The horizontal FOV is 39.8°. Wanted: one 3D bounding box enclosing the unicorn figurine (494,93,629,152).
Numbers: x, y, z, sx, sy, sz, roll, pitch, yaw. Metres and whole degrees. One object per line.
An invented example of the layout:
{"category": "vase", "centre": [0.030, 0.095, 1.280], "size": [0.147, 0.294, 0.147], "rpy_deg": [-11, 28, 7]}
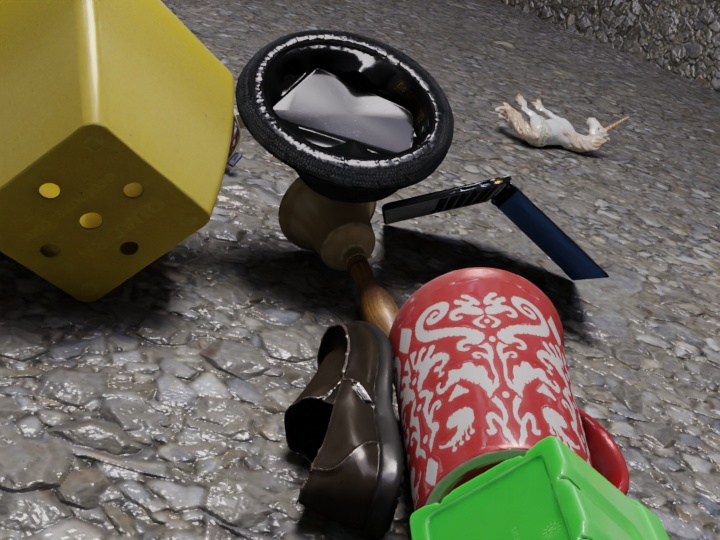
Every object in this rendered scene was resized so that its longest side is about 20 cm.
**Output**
{"category": "unicorn figurine", "centre": [0.320, -0.238, 1.647], "size": [0.198, 0.075, 0.137], "rpy_deg": [-19, 48, -30]}

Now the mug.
{"category": "mug", "centre": [0.106, 0.103, 0.651], "size": [0.174, 0.136, 0.201], "rpy_deg": [5, 25, -2]}

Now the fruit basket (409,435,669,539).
{"category": "fruit basket", "centre": [0.125, 0.208, 0.478], "size": [0.217, 0.154, 0.216], "rpy_deg": [55, 12, -18]}

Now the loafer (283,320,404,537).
{"category": "loafer", "centre": [-0.016, 0.093, 0.677], "size": [0.070, 0.074, 0.201], "rpy_deg": [12, 24, -12]}

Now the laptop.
{"category": "laptop", "centre": [0.129, -0.026, 1.027], "size": [0.196, 0.118, 0.187], "rpy_deg": [-13, -2, 2]}

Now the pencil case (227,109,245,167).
{"category": "pencil case", "centre": [-0.216, -0.185, 1.164], "size": [0.089, 0.079, 0.199], "rpy_deg": [-28, 44, -30]}

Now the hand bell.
{"category": "hand bell", "centre": [0.000, 0.000, 0.908], "size": [0.102, 0.105, 0.201], "rpy_deg": [3, 38, -27]}

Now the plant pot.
{"category": "plant pot", "centre": [-0.218, -0.101, 0.784], "size": [0.200, 0.198, 0.178], "rpy_deg": [42, 22, -46]}

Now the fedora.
{"category": "fedora", "centre": [-0.018, -0.125, 0.902], "size": [0.197, 0.092, 0.203], "rpy_deg": [5, 53, -6]}
